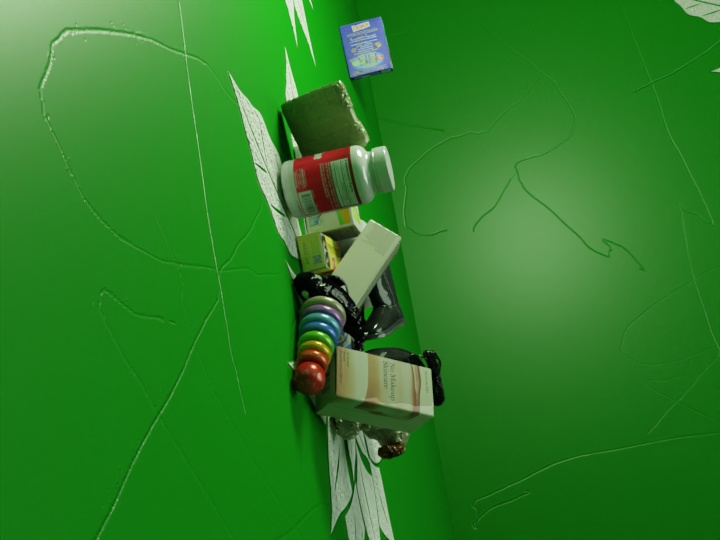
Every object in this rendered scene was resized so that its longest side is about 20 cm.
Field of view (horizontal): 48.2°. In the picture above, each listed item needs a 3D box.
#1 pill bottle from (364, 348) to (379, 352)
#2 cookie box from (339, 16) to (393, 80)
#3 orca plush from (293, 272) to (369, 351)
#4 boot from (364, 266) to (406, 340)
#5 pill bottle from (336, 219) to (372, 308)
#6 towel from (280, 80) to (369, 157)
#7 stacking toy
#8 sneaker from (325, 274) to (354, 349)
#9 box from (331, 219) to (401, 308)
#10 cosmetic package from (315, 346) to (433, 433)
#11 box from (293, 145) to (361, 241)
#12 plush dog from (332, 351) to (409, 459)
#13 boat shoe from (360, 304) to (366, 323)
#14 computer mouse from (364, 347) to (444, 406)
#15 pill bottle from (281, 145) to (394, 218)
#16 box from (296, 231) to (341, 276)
[{"bbox_3d":[0.041,0.236,1.812,0.200,0.112,0.113,70,10,-76],"label":"pill bottle"},{"bbox_3d":[0.023,-0.857,3.115,0.075,0.171,0.201,-38,116,-84],"label":"cookie box"},{"bbox_3d":[-0.042,0.081,1.473,0.071,0.105,0.200,18,-40,59],"label":"orca plush"},{"bbox_3d":[0.024,0.038,1.728,0.165,0.065,0.201,-24,102,-63],"label":"boot"},{"bbox_3d":[-0.013,-0.011,1.860,0.111,0.110,0.201,-89,164,-58],"label":"pill bottle"},{"bbox_3d":[-0.074,-0.291,1.609,0.036,0.200,0.149,-35,106,-38],"label":"towel"},{"bbox_3d":[-0.074,0.134,1.366,0.200,0.085,0.086,-83,160,-54],"label":"stacking toy"},{"bbox_3d":[-0.061,0.110,1.562,0.077,0.076,0.201,-39,127,-46],"label":"sneaker"},{"bbox_3d":[0.000,0.000,1.653,0.200,0.082,0.068,-54,169,-24],"label":"box"},{"bbox_3d":[0.025,0.216,1.451,0.087,0.199,0.104,-45,-142,46],"label":"cosmetic package"},{"bbox_3d":[-0.069,-0.172,1.737,0.112,0.101,0.201,45,34,-76],"label":"box"},{"bbox_3d":[0.043,0.279,1.603,0.200,0.160,0.172,-88,153,-63],"label":"plush dog"},{"bbox_3d":[-0.020,0.116,1.766,0.060,0.074,0.200,69,15,-46],"label":"boat shoe"},{"bbox_3d":[0.082,0.204,1.664,0.053,0.199,0.139,-53,139,-51],"label":"computer mouse"},{"bbox_3d":[-0.041,-0.172,1.528,0.112,0.199,0.113,-12,90,-82],"label":"pill bottle"},{"bbox_3d":[-0.079,-0.028,1.641,0.200,0.050,0.076,31,47,-79],"label":"box"}]
